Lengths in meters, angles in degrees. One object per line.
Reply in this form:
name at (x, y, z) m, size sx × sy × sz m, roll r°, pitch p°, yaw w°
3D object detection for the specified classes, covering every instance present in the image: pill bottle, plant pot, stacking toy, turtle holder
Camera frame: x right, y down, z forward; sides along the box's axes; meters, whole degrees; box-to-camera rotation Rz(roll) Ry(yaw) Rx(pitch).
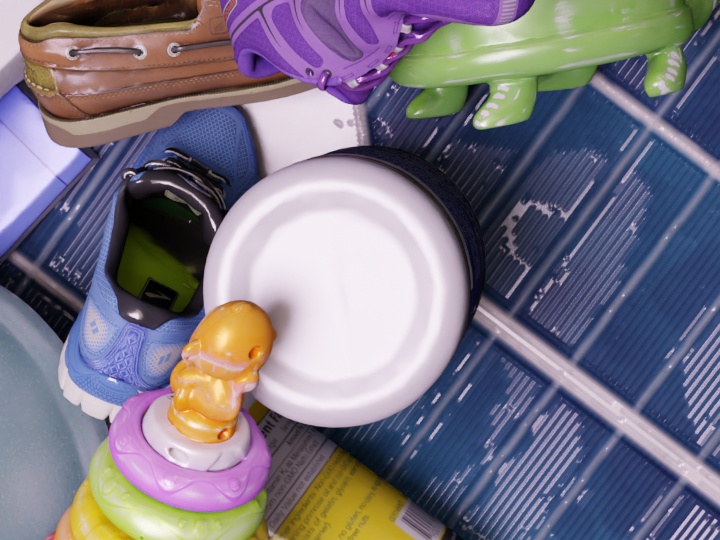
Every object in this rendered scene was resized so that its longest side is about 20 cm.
pill bottle at (0.000, 0.000, 0.937) m, size 0.115 × 0.200 × 0.117 m, roll 1°, pitch 97°, yaw 7°
pill bottle at (-0.050, 0.129, 0.998) m, size 0.199 × 0.114 × 0.115 m, roll 36°, pitch 98°, yaw 3°
plant pot at (-0.229, 0.111, 0.945) m, size 0.199 × 0.134 × 0.202 m, roll 10°, pitch 108°, yaw 33°
stacking toy at (-0.077, 0.093, 0.845) m, size 0.110 × 0.115 × 0.201 m, roll 46°, pitch 131°, yaw 38°
turtle holder at (0.096, -0.146, 0.938) m, size 0.184 × 0.141 × 0.133 m, roll -9°, pitch 99°, yaw 3°

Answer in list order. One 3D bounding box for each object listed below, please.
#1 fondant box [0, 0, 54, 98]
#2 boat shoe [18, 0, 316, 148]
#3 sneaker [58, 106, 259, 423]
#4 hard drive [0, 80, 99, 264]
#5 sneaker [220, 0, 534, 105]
fondant box at (-0.231, -0.178, 1.000) m, size 0.200 × 0.058 × 0.144 m, roll 45°, pitch 81°, yaw 0°
boat shoe at (-0.066, -0.122, 0.972) m, size 0.199 × 0.072 × 0.068 m, roll -22°, pitch 130°, yaw -11°
sneaker at (-0.082, -0.020, 0.956) m, size 0.078 × 0.201 × 0.089 m, roll 21°, pitch 133°, yaw -8°
hard drive at (-0.252, -0.033, 1.050) m, size 0.132 × 0.025 × 0.200 m, roll 44°, pitch 98°, yaw 1°
sneaker at (0.009, -0.113, 0.871) m, size 0.080 × 0.199 × 0.084 m, roll -14°, pitch 102°, yaw -34°
